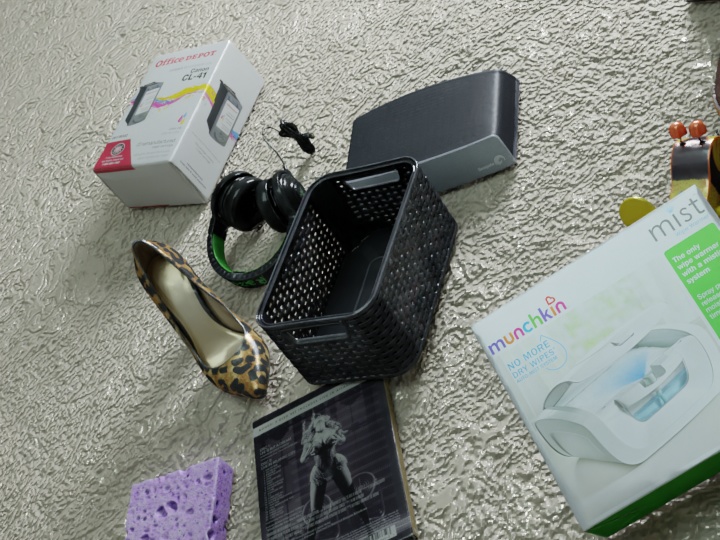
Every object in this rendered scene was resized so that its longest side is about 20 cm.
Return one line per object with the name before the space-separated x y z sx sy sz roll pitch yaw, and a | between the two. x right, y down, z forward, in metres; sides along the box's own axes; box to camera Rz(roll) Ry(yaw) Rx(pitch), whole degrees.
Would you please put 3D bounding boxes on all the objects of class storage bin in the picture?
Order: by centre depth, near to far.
storage bin | 0.000 0.000 1.150 0.134 0.094 0.201 -9 44 33

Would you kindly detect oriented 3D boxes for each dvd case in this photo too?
dvd case | -0.028 0.187 1.078 0.148 0.016 0.201 -28 42 16

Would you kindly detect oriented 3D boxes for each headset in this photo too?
headset | -0.101 -0.074 1.345 0.123 0.094 0.202 2 71 35

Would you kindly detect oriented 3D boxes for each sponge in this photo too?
sponge | -0.179 0.280 1.106 0.111 0.030 0.201 -20 45 25

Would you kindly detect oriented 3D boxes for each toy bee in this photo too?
toy bee | 0.275 -0.066 0.989 0.130 0.109 0.201 -20 44 26

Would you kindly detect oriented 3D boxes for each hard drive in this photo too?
hard drive | 0.071 -0.141 1.268 0.199 0.042 0.136 -16 47 28

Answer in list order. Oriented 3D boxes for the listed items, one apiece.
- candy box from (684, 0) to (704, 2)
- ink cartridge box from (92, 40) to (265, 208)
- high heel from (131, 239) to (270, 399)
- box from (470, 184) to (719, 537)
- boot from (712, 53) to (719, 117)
candy box | 0.375 -0.339 1.103 0.199 0.168 0.072 7 58 42
ink cartridge box | -0.230 -0.184 1.517 0.147 0.086 0.201 -3 55 37
high heel | -0.168 0.049 1.214 0.071 0.143 0.200 -42 40 -1
box | 0.215 0.070 0.883 0.199 0.097 0.177 -32 67 11
boot | 0.328 -0.235 0.998 0.072 0.167 0.201 1 41 28
